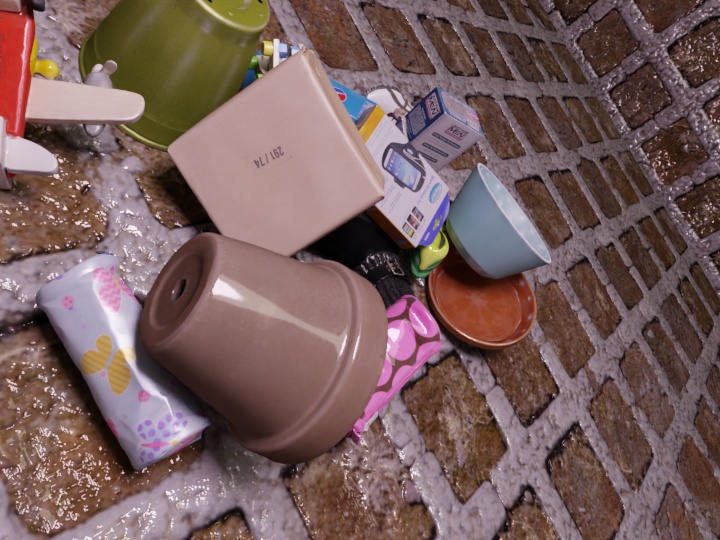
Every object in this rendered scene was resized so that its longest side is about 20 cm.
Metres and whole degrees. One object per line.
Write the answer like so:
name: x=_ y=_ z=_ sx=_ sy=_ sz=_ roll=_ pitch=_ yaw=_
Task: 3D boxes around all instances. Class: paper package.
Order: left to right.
paper package: x=-0.093 y=-0.125 z=0.727 sx=0.192 sy=0.198 sz=0.104 roll=58 pitch=13 yaw=-10

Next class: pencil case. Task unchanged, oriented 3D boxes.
pencil case: x=-0.222 y=0.085 z=0.572 sx=0.202 sy=0.082 sz=0.091 roll=58 pitch=-4 yaw=4
pencil case: x=0.024 y=0.120 z=0.761 sx=0.093 sy=0.092 sz=0.200 roll=32 pitch=57 yaw=27

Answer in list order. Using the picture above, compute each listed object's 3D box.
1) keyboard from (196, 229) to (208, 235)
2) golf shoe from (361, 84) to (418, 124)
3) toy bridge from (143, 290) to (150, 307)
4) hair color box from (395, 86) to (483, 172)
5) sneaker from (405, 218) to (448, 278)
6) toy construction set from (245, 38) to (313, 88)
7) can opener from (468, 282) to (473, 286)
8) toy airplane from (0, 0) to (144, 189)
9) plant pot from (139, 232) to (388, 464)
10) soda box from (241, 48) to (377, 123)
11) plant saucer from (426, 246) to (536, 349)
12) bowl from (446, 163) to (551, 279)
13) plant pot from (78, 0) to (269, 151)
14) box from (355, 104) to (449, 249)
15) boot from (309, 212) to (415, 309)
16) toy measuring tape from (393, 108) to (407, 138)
keyboard: x=-0.117 y=0.033 z=0.736 sx=0.199 sy=0.021 sz=0.128 roll=35 pitch=18 yaw=-30
golf shoe: x=0.072 y=-0.283 z=1.144 sx=0.198 sy=0.077 sz=0.096 roll=7 pitch=59 yaw=-42
toy bridge: x=-0.154 y=0.055 z=0.707 sx=0.198 sy=0.027 sz=0.068 roll=23 pitch=48 yaw=-36
hair color box: x=0.097 y=-0.207 z=1.018 sx=0.099 sy=0.199 sz=0.061 roll=16 pitch=52 yaw=-39
sneaker: x=0.106 y=-0.049 z=1.025 sx=0.073 sy=0.084 sz=0.200 roll=31 pitch=23 yaw=-2
toy construction set: x=-0.124 y=-0.210 z=0.825 sx=0.091 sy=0.203 sz=0.131 roll=12 pitch=15 yaw=-31
can opener: x=0.252 y=0.009 z=1.145 sx=0.199 sy=0.066 sz=0.053 roll=-30 pitch=85 yaw=-46
toy airplane: x=-0.350 y=-0.181 z=0.600 sx=0.199 sy=0.141 sz=0.201 roll=-46 pitch=112 yaw=-13
plant pot: x=-0.099 y=0.054 z=0.561 sx=0.174 sy=0.198 sz=0.203 roll=36 pitch=41 yaw=-37
soda box: x=-0.078 y=-0.259 z=0.924 sx=0.198 sy=0.068 sz=0.065 roll=27 pitch=47 yaw=-4
plant saucer: x=0.206 y=0.046 z=1.039 sx=0.197 sy=0.033 sz=0.203 roll=8 pitch=53 yaw=-11
bowl: x=0.217 y=-0.066 z=1.009 sx=0.200 sy=0.105 sz=0.202 roll=42 pitch=25 yaw=-24
plant pot: x=-0.214 y=-0.286 z=0.750 sx=0.199 sy=0.192 sz=0.203 roll=26 pitch=47 yaw=-32
box: x=0.051 y=-0.127 z=0.890 sx=0.200 sy=0.041 sz=0.120 roll=45 pitch=65 yaw=-27
boot: x=0.002 y=-0.001 z=0.870 sx=0.209 sy=0.079 sz=0.160 roll=12 pitch=56 yaw=-42
toy measuring tape: x=0.051 y=-0.150 z=0.960 sx=0.073 sy=0.073 sz=0.204 roll=-16 pitch=101 yaw=-50
